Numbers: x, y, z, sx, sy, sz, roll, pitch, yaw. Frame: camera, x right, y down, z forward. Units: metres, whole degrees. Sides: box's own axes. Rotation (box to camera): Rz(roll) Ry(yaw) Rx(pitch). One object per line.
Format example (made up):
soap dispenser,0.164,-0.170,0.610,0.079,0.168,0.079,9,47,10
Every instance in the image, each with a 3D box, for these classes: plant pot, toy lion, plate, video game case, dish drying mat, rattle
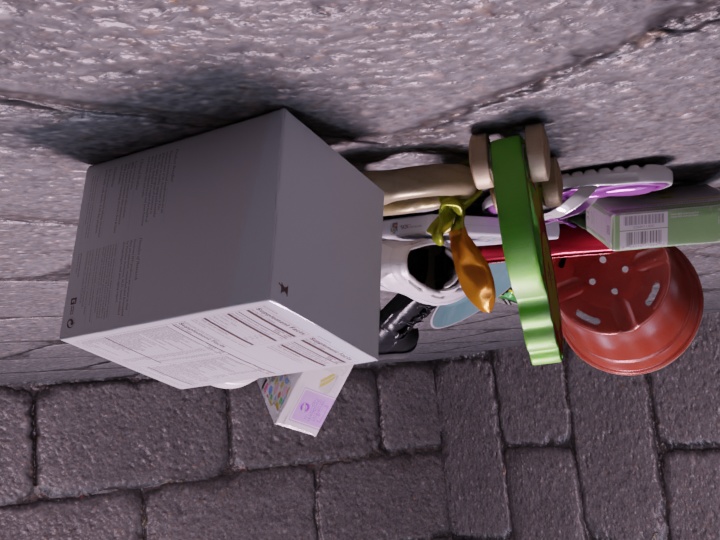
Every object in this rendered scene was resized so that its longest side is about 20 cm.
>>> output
plant pot,0.334,0.023,1.336,0.199,0.202,0.195,-9,165,20
toy lion,0.151,-0.014,0.920,0.068,0.193,0.200,-8,171,14
plate,0.171,0.009,1.426,0.199,0.026,0.200,-31,160,-13
video game case,0.094,-0.042,1.179,0.199,0.024,0.181,1,177,-38
dish drying mat,0.230,-0.035,1.254,0.199,0.018,0.077,-5,-153,26
rattle,0.019,-0.030,0.930,0.199,0.144,0.130,-7,-168,-40

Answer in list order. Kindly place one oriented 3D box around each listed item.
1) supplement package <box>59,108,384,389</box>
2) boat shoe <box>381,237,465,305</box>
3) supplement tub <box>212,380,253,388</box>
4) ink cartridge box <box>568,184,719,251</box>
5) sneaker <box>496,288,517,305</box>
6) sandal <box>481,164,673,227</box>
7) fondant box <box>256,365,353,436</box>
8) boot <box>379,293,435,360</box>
supplement package,-0.104,-0.007,0.817,0.199,0.153,0.150,-11,154,29
boat shoe,0.082,0.003,1.099,0.065,0.074,0.199,2,-179,38
supplement tub,-0.112,0.037,1.137,0.131,0.133,0.200,0,155,-35
ink cartridge box,0.325,-0.069,1.170,0.144,0.048,0.200,-6,-164,-3
sneaker,0.212,0.014,1.590,0.199,0.079,0.085,13,168,-39
sandal,0.220,-0.071,1.069,0.201,0.050,0.082,-10,170,27
fondant box,-0.068,0.085,1.235,0.058,0.145,0.200,23,-168,-22
boot,0.093,0.046,1.517,0.200,0.066,0.165,-49,165,26
